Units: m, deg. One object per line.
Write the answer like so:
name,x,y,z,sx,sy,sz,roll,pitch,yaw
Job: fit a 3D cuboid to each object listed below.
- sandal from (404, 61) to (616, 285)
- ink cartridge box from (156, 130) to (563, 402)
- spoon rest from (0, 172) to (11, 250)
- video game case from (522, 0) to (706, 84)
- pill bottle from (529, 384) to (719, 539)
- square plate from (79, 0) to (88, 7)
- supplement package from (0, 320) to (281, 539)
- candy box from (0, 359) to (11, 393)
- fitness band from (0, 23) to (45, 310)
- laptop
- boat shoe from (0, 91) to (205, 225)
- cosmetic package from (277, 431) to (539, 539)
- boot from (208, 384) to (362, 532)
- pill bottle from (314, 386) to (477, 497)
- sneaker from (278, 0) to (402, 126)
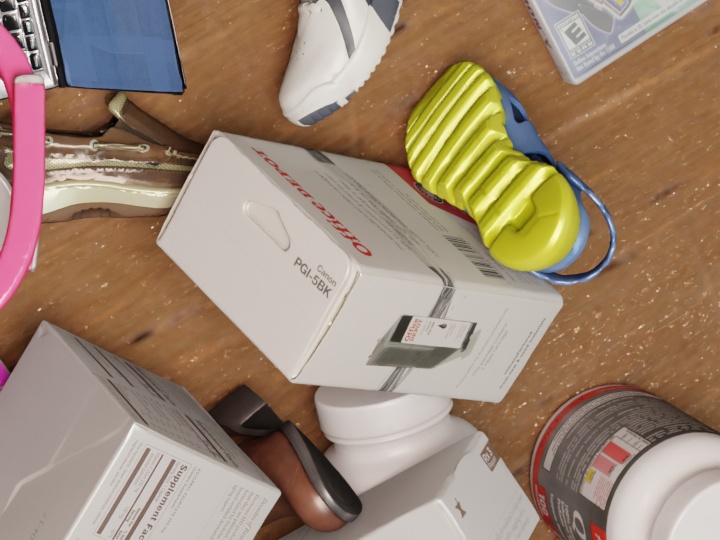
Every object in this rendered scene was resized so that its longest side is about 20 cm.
sandal,0.093,-0.052,1.648,0.087,0.200,0.080,29,111,-39
ink cartridge box,0.000,0.000,1.598,0.200,0.147,0.083,9,119,-50
spoon rest,-0.290,-0.037,1.544,0.199,0.061,0.100,16,86,-14
video game case,0.174,-0.246,1.719,0.200,0.023,0.183,-33,110,-10
pill bottle,0.194,0.149,1.714,0.115,0.200,0.116,-4,102,-18
square plate,-0.114,-0.268,1.534,0.197,0.028,0.201,-21,92,21
supplement package,-0.165,0.160,1.557,0.111,0.156,0.200,28,97,-33
candy box,-0.294,0.115,1.614,0.200,0.061,0.137,-38,111,-7
fitness band,-0.247,-0.056,1.500,0.143,0.037,0.201,2,82,-10
laptop,-0.216,-0.179,1.529,0.199,0.116,0.188,-12,105,-3
boat shoe,-0.139,-0.070,1.623,0.201,0.075,0.075,-4,97,-18
cosmetic package,0.001,0.183,1.612,0.200,0.102,0.074,-29,100,27
boot,-0.106,0.169,1.623,0.200,0.188,0.069,-44,123,-7
pill bottle,0.034,0.162,1.710,0.112,0.112,0.201,-19,107,-14
sneaker,-0.031,-0.198,1.628,0.129,0.079,0.200,28,91,-21
